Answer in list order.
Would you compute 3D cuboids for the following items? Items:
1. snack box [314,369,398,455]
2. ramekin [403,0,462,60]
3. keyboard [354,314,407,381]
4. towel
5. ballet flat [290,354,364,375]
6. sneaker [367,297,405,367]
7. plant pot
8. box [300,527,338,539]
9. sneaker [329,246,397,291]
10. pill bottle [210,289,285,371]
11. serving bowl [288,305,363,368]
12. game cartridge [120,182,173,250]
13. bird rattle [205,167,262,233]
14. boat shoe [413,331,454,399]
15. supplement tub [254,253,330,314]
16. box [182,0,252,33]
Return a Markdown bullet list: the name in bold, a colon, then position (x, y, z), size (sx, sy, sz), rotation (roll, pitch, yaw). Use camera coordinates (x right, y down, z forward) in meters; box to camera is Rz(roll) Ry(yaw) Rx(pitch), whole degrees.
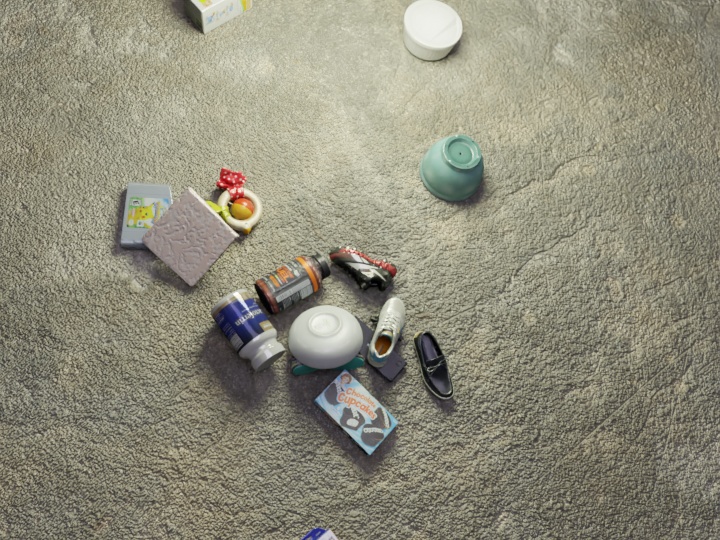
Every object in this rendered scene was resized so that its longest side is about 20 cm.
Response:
- **snack box**: position (-0.011, 0.372, 1.639), size (0.200, 0.037, 0.116), rotation (43, 68, 8)
- **ramekin**: position (0.235, -0.800, 2.101), size (0.202, 0.094, 0.203), rotation (3, 68, -8)
- **keyboard**: position (0.047, 0.200, 1.725), size (0.200, 0.021, 0.127), rotation (43, 70, 7)
- **towel**: position (-0.458, -0.089, 1.682), size (0.191, 0.032, 0.200), rotation (44, 98, -6)
- **ballet flat**: position (-0.090, 0.231, 1.668), size (0.200, 0.072, 0.072), rotation (-5, 70, -12)
- **sneaker**: position (0.078, 0.161, 1.690), size (0.076, 0.081, 0.200), rotation (18, 67, 0)
- **plant pot**: position (0.292, -0.330, 1.908), size (0.200, 0.134, 0.201), rotation (3, 69, -8)
- **box**: position (-0.072, 0.720, 1.493), size (0.119, 0.041, 0.200), rotation (-37, 81, -20)
- **sneaker**: position (0.000, 0.000, 1.765), size (0.200, 0.071, 0.098), rotation (21, 65, -2)
- **pill bottle**: position (-0.291, 0.158, 1.633), size (0.116, 0.116, 0.200), rotation (-34, 79, -20)
- **serving bowl**: position (-0.094, 0.161, 1.647), size (0.200, 0.066, 0.200), rotation (-1, 43, 1)
- **game cartridge**: position (-0.592, -0.154, 1.747), size (0.133, 0.040, 0.200), rotation (3, 69, -12)
- **bird rattle**: position (-0.359, -0.187, 1.785), size (0.163, 0.113, 0.200), rotation (29, 54, -10)
- **boat shoe**: position (0.201, 0.257, 1.706), size (0.074, 0.062, 0.200), rotation (-16, 74, -17)
- **supplement tub**: position (-0.181, 0.030, 1.706), size (0.200, 0.107, 0.107), rotation (-31, 77, -19)
- **box**: position (-0.459, -0.876, 2.010), size (0.200, 0.101, 0.113), rotation (-38, 80, -20)
